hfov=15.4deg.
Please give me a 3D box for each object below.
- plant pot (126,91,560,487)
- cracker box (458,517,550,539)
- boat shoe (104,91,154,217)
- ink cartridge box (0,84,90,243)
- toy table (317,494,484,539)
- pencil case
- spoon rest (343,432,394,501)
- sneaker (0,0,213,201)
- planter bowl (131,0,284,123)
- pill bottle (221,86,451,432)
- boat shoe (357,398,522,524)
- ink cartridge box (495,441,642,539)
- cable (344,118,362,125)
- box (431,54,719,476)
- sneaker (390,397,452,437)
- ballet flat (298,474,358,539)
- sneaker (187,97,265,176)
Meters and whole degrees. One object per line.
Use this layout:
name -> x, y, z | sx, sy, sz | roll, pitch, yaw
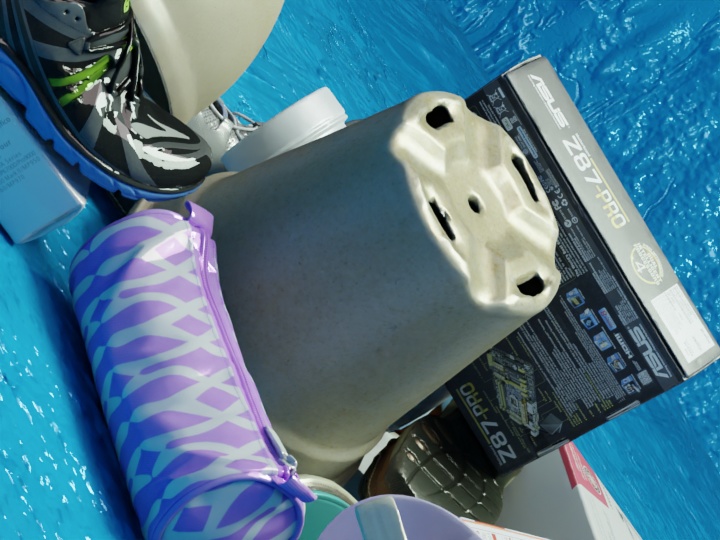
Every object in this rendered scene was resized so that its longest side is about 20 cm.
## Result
plant pot -> 0.000, 0.000, 1.458 | 0.200, 0.183, 0.200 | 33, 41, -34
cracker box -> 0.112, 0.218, 1.429 | 0.200, 0.134, 0.058 | 16, 31, -23
boat shoe -> -0.166, -0.096, 1.532 | 0.062, 0.073, 0.200 | -40, 110, -36
ink cartridge box -> -0.210, -0.125, 1.395 | 0.200, 0.057, 0.163 | 59, 10, -19
toy table -> 0.036, 0.203, 1.278 | 0.200, 0.184, 0.117 | 60, -3, 6
pencil case -> -0.087, 0.060, 1.327 | 0.084, 0.085, 0.200 | 28, 28, -45
spoon rest -> 0.026, 0.141, 1.671 | 0.200, 0.061, 0.099 | 54, 11, -27
sneaker -> -0.137, -0.110, 1.344 | 0.200, 0.083, 0.071 | 48, 14, -29
planter bowl -> -0.116, -0.195, 1.574 | 0.200, 0.135, 0.200 | 49, -17, 20
pill bottle -> 0.002, -0.009, 1.648 | 0.200, 0.112, 0.112 | 56, 11, 0
boat shoe -> 0.039, 0.127, 1.565 | 0.076, 0.074, 0.200 | 58, 18, 4
ink cartridge box -> 0.150, 0.216, 1.643 | 0.200, 0.083, 0.147 | 53, 11, -27
cable -> 0.001, -0.020, 1.754 | 0.200, 0.051, 0.163 | -22, 84, -35
box -> 0.092, 0.001, 1.528 | 0.049, 0.161, 0.200 | -29, 87, -49
sneaker -> 0.014, 0.056, 1.807 | 0.200, 0.078, 0.079 | 53, 6, -34
ballet flat -> -0.019, 0.156, 1.457 | 0.200, 0.069, 0.069 | 49, 14, -49
sneaker -> -0.073, -0.081, 1.785 | 0.200, 0.082, 0.075 | 48, 15, -42
